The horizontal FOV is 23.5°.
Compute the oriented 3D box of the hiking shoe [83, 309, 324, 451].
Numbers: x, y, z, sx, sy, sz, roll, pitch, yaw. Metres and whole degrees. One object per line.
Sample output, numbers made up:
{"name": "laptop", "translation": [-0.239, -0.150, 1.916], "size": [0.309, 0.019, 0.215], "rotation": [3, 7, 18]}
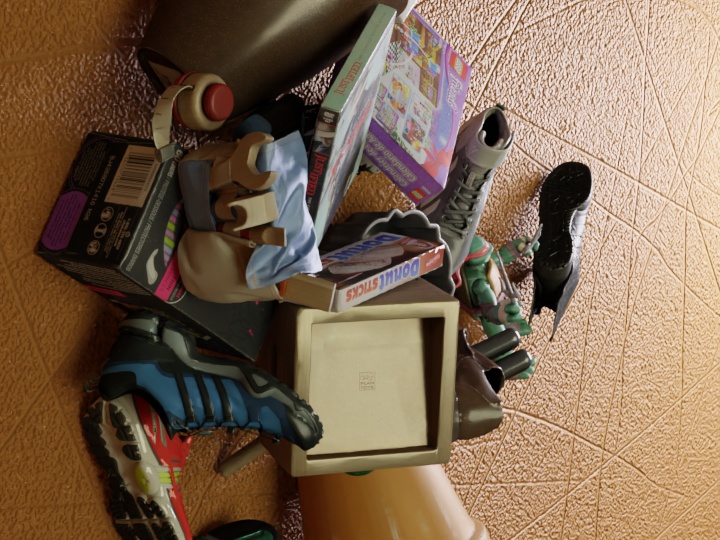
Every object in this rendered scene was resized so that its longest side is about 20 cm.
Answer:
{"name": "hiking shoe", "translation": [-0.130, 0.115, 1.482], "size": [0.087, 0.200, 0.074], "rotation": [-62, 178, -15]}

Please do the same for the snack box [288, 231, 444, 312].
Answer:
{"name": "snack box", "translation": [0.000, 0.000, 1.579], "size": [0.200, 0.072, 0.024], "rotation": [-23, 119, -58]}

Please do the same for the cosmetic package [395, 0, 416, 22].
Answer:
{"name": "cosmetic package", "translation": [-0.021, -0.328, 1.597], "size": [0.085, 0.108, 0.200], "rotation": [-59, 139, -27]}

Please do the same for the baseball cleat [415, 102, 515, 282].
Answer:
{"name": "baseball cleat", "translation": [0.106, -0.087, 1.818], "size": [0.070, 0.106, 0.200], "rotation": [20, 70, -8]}

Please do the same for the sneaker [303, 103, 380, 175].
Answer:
{"name": "sneaker", "translation": [-0.004, -0.127, 1.693], "size": [0.200, 0.074, 0.080], "rotation": [-15, 112, -49]}

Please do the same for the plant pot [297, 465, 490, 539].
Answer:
{"name": "plant pot", "translation": [0.020, 0.250, 1.734], "size": [0.200, 0.200, 0.183], "rotation": [-27, 103, -45]}

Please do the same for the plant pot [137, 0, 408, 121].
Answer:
{"name": "plant pot", "translation": [-0.092, -0.224, 1.496], "size": [0.200, 0.187, 0.187], "rotation": [-48, 133, -17]}

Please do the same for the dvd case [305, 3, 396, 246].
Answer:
{"name": "dvd case", "translation": [-0.018, -0.112, 1.493], "size": [0.200, 0.022, 0.146], "rotation": [103, 10, -47]}

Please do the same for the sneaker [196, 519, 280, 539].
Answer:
{"name": "sneaker", "translation": [-0.151, 0.320, 1.628], "size": [0.200, 0.074, 0.088], "rotation": [-40, 142, -28]}

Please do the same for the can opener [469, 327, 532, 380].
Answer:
{"name": "can opener", "translation": [0.084, 0.124, 1.821], "size": [0.200, 0.053, 0.066], "rotation": [-28, 166, -3]}

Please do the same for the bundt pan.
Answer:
{"name": "bundt pan", "translation": [0.007, 0.031, 1.741], "size": [0.202, 0.076, 0.202], "rotation": [-16, 111, -48]}

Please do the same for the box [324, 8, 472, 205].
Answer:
{"name": "box", "translation": [0.038, -0.175, 1.665], "size": [0.137, 0.039, 0.200], "rotation": [43, 37, -23]}

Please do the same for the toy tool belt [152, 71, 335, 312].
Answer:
{"name": "toy tool belt", "translation": [-0.080, -0.064, 1.400], "size": [0.125, 0.123, 0.200], "rotation": [-32, 119, -47]}

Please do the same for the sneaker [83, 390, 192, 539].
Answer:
{"name": "sneaker", "translation": [-0.177, 0.183, 1.548], "size": [0.085, 0.077, 0.200], "rotation": [-42, 129, -45]}

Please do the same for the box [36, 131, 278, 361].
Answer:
{"name": "box", "translation": [-0.160, -0.019, 1.493], "size": [0.200, 0.106, 0.122], "rotation": [38, 68, -49]}

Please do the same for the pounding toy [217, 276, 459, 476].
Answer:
{"name": "pounding toy", "translation": [-0.024, 0.111, 1.605], "size": [0.184, 0.142, 0.200], "rotation": [-2, 104, -20]}

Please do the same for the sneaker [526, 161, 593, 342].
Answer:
{"name": "sneaker", "translation": [0.231, -0.024, 2.025], "size": [0.104, 0.060, 0.200], "rotation": [84, 19, -53]}

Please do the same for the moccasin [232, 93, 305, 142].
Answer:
{"name": "moccasin", "translation": [-0.070, -0.087, 1.549], "size": [0.068, 0.080, 0.200], "rotation": [-42, 170, -21]}

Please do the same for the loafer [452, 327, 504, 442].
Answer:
{"name": "loafer", "translation": [0.105, 0.115, 1.699], "size": [0.200, 0.071, 0.073], "rotation": [-92, -176, -65]}

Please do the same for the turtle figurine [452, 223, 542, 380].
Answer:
{"name": "turtle figurine", "translation": [0.151, 0.020, 1.899], "size": [0.200, 0.101, 0.150], "rotation": [74, 28, -42]}
